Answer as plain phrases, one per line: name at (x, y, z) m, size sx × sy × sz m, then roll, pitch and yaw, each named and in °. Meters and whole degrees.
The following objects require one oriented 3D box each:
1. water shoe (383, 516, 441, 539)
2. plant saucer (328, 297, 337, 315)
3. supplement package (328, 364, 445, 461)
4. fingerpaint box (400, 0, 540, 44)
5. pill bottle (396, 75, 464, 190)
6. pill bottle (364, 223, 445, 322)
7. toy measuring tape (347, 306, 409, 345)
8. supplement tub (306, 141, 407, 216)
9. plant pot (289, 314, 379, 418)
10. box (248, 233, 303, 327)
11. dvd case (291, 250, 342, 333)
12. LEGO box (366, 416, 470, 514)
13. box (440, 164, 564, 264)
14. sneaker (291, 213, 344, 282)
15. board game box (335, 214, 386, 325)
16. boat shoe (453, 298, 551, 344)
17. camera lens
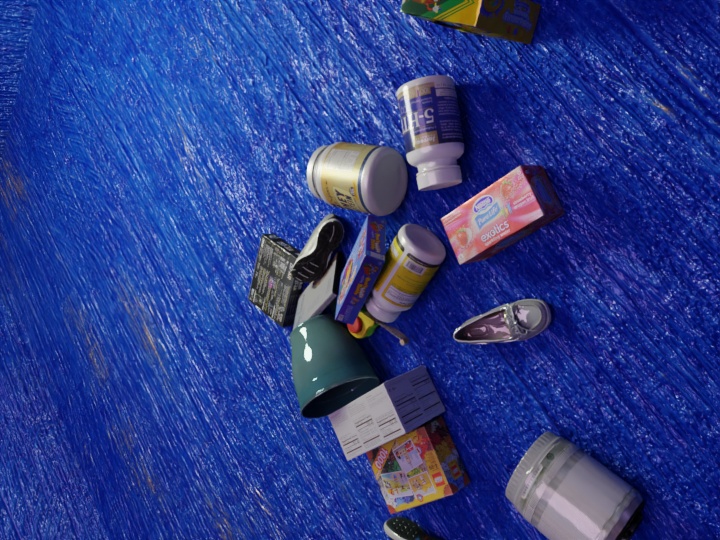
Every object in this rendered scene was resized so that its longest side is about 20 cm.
water shoe at (0.130, 0.637, 1.383) m, size 0.197 × 0.071 × 0.081 m, roll 15°, pitch 108°, yaw 41°
plant saucer at (-0.020, 0.037, 1.470) m, size 0.070 × 0.019 × 0.201 m, roll 52°, pitch 126°, yaw 23°
supplement package at (0.057, 0.314, 1.346) m, size 0.199 × 0.154 × 0.113 m, roll -37°, pitch 74°, yaw 39°
fingerpaint box at (0.196, -0.462, 1.077) m, size 0.165 × 0.198 × 0.075 m, roll 28°, pitch 115°, yaw 35°
pill bottle at (0.143, -0.268, 1.209) m, size 0.118 × 0.118 × 0.205 m, roll -10°, pitch 90°, yaw 42°
pill bottle at (0.089, 0.011, 1.303) m, size 0.113 × 0.111 × 0.202 m, roll 49°, pitch 125°, yaw 26°
toy measuring tape at (0.029, 0.140, 1.407) m, size 0.198 × 0.073 × 0.075 m, roll 32°, pitch 116°, yaw 35°
supplement tub at (-0.010, -0.205, 1.340) m, size 0.197 × 0.143 × 0.148 m, roll 15°, pitch 106°, yaw 40°
plant pot at (-0.078, 0.217, 1.444) m, size 0.200 × 0.197 × 0.191 m, roll -45°, pitch 57°, yaw 36°
box at (-0.223, 0.025, 1.637) m, size 0.159 × 0.043 × 0.204 m, roll 31°, pitch 116°, yaw 35°
dvd case at (-0.107, 0.061, 1.495) m, size 0.200 × 0.017 × 0.144 m, roll -47°, pitch 26°, yaw 37°
LEGO box at (0.124, 0.435, 1.355) m, size 0.199 × 0.076 × 0.151 m, roll -36°, pitch 72°, yaw 39°
box at (0.262, -0.102, 1.139) m, size 0.199 × 0.094 × 0.105 m, roll -33°, pitch 74°, yaw 40°
sneaker at (-0.103, -0.052, 1.496) m, size 0.201 × 0.073 × 0.080 m, roll -53°, pitch 21°, yaw 23°
board game box at (0.000, 0.000, 1.330) m, size 0.136 × 0.044 × 0.202 m, roll -86°, pitch 16°, yaw -47°
boat shoe at (0.273, 0.106, 1.179) m, size 0.200 × 0.064 × 0.076 m, roll -18°, pitch 85°, yaw 42°
camera lens at (0.375, 0.404, 1.064) m, size 0.199 × 0.158 × 0.163 m, roll 34°, pitch 118°, yaw 33°
